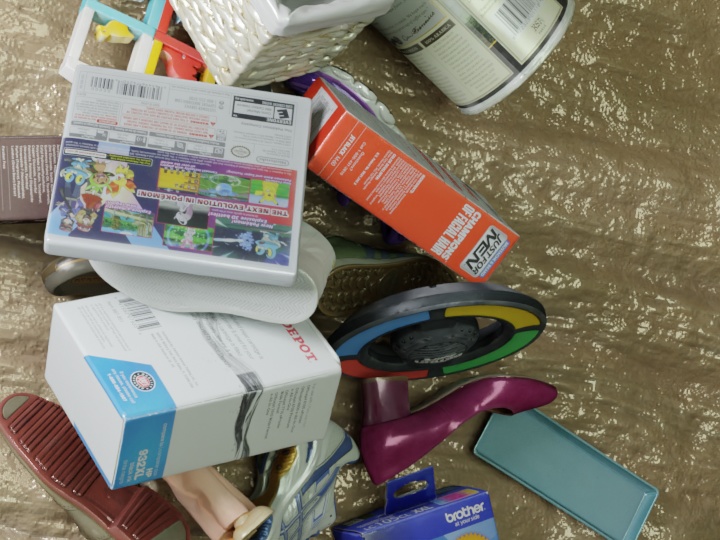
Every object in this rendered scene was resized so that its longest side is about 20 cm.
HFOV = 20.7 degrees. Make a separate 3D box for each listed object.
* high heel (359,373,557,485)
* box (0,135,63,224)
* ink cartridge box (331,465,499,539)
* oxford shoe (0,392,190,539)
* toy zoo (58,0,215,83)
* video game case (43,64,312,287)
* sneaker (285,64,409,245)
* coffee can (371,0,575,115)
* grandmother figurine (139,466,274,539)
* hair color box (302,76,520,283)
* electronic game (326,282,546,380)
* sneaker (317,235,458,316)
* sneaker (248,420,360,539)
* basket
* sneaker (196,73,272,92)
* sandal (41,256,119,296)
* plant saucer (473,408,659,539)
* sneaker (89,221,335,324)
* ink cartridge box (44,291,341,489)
[{"bbox_3d":[0.091,0.145,1.797,0.199,0.067,0.097,-1,81,-18],"label":"high heel"},{"bbox_3d":[-0.263,-0.075,1.640,0.199,0.100,0.075,-4,90,-23],"label":"box"},{"bbox_3d":[0.060,0.280,1.789,0.136,0.076,0.201,-16,94,-24],"label":"ink cartridge box"},{"bbox_3d":[-0.237,0.188,1.662,0.200,0.075,0.070,44,48,4],"label":"oxford shoe"},{"bbox_3d":[-0.180,-0.202,1.691,0.131,0.020,0.201,24,62,-22],"label":"toy zoo"},{"bbox_3d":[-0.143,-0.078,1.583,0.199,0.023,0.183,8,55,-6],"label":"video game case"},{"bbox_3d":[-0.004,-0.106,1.770,0.083,0.081,0.200,-43,106,-13],"label":"sneaker"},{"bbox_3d":[0.073,-0.259,1.769,0.200,0.146,0.147,42,73,-18],"label":"coffee can"},{"bbox_3d":[-0.165,0.155,1.674,0.200,0.121,0.061,48,40,6],"label":"grandmother figurine"},{"bbox_3d":[0.033,-0.076,1.702,0.200,0.111,0.064,33,99,-23],"label":"hair color box"},{"bbox_3d":[0.066,0.059,1.733,0.199,0.200,0.042,-1,68,-24],"label":"electronic game"},{"bbox_3d":[0.000,0.000,1.770,0.200,0.090,0.067,4,112,-52],"label":"sneaker"},{"bbox_3d":[-0.063,0.223,1.735,0.088,0.075,0.201,31,82,-31],"label":"sneaker"},{"bbox_3d":[-0.088,-0.266,1.668,0.135,0.123,0.200,-18,73,-39],"label":"basket"},{"bbox_3d":[-0.101,-0.115,1.736,0.088,0.074,0.201,17,77,-43],"label":"sneaker"},{"bbox_3d":[-0.171,0.011,1.682,0.199,0.082,0.055,-3,66,-22],"label":"sandal"},{"bbox_3d":[0.195,0.193,1.882,0.200,0.019,0.070,34,75,-20],"label":"plant saucer"},{"bbox_3d":[-0.120,-0.013,1.632,0.199,0.116,0.074,15,113,6],"label":"sneaker"},{"bbox_3d":[-0.138,0.084,1.614,0.199,0.145,0.084,-11,133,-30],"label":"ink cartridge box"}]
